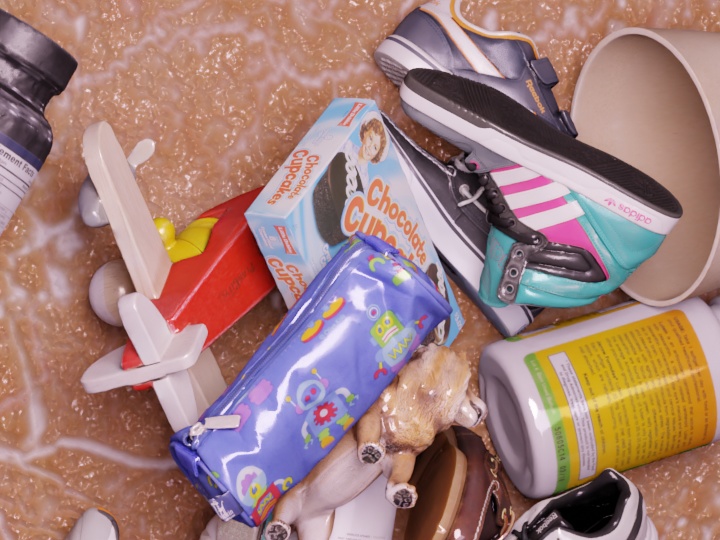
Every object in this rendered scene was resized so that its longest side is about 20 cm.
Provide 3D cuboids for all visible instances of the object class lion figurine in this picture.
[{"bbox_3d":[-0.009,0.129,1.493,0.200,0.123,0.072,-36,108,18],"label":"lion figurine"}]

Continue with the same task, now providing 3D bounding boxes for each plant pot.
[{"bbox_3d":[0.275,-0.082,1.605,0.200,0.187,0.188,-9,93,-26],"label":"plant pot"}]

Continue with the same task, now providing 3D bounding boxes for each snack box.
[{"bbox_3d":[0.000,0.000,1.527,0.116,0.037,0.200,-55,137,-34],"label":"snack box"}]

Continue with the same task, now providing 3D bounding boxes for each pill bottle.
[{"bbox_3d":[0.191,0.077,1.606,0.200,0.111,0.111,-16,95,-13],"label":"pill bottle"},{"bbox_3d":[-0.267,-0.069,1.493,0.112,0.112,0.200,31,83,-12],"label":"pill bottle"}]

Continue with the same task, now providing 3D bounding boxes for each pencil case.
[{"bbox_3d":[-0.034,0.066,1.429,0.200,0.078,0.087,-48,139,-10],"label":"pencil case"}]

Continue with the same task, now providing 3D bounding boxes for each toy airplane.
[{"bbox_3d":[-0.124,0.022,1.510,0.199,0.141,0.201,21,71,-52],"label":"toy airplane"}]

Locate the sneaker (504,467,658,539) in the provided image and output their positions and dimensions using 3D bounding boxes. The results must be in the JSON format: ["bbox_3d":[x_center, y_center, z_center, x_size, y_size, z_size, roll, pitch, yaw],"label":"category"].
[{"bbox_3d":[0.106,0.196,1.561,0.200,0.074,0.080,-30,141,-14],"label":"sneaker"}]

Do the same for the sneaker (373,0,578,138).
[{"bbox_3d":[0.108,-0.110,1.594,0.200,0.078,0.079,42,77,-4],"label":"sneaker"}]

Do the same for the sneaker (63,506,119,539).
[{"bbox_3d":[-0.232,0.235,1.528,0.092,0.076,0.200,31,83,-8],"label":"sneaker"}]

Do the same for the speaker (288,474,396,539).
[{"bbox_3d":[-0.024,0.224,1.572,0.081,0.081,0.201,8,89,-14],"label":"speaker"}]

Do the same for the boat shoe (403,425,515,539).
[{"bbox_3d":[0.070,0.151,1.534,0.070,0.200,0.070,31,105,-6],"label":"boat shoe"}]

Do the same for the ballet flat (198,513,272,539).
[{"bbox_3d":[-0.098,0.222,1.561,0.062,0.067,0.201,10,91,-3],"label":"ballet flat"}]

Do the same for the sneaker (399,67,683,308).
[{"bbox_3d":[0.095,-0.040,1.528,0.200,0.084,0.121,29,112,-1],"label":"sneaker"}]

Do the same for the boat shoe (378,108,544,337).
[{"bbox_3d":[0.066,-0.047,1.593,0.068,0.074,0.199,-42,101,-7],"label":"boat shoe"}]
